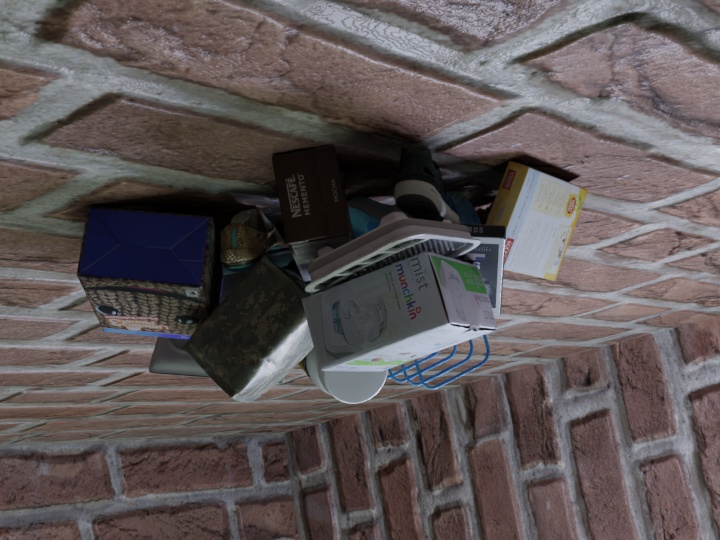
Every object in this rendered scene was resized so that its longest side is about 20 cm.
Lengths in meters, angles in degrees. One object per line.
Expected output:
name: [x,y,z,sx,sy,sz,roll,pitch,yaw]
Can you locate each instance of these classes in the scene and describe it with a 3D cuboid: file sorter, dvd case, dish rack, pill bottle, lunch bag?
file sorter: [0.086,0.096,1.776,0.138,0.124,0.199,-24,-168,-25]
dvd case: [0.117,0.000,1.554,0.148,0.025,0.201,2,149,6]
dish rack: [0.036,-0.023,1.404,0.171,0.044,0.199,-27,164,28]
pill bottle: [-0.034,0.114,1.676,0.113,0.116,0.200,-6,-166,-16]
lunch bag: [-0.123,0.084,1.540,0.164,0.117,0.200,-47,165,0]

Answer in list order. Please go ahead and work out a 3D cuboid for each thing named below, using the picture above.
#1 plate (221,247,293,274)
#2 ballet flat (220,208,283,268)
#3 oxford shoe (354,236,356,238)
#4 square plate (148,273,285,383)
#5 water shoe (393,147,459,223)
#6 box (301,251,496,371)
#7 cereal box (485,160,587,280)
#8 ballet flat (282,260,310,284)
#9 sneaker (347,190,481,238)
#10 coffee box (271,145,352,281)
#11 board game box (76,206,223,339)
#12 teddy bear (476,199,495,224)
plate: [-0.172,-0.011,1.682,0.198,0.026,0.200,-7,-176,0]
ballet flat: [-0.144,-0.049,1.550,0.070,0.066,0.200,-6,-172,4]
oxford shoe: [0.000,0.000,1.630,0.070,0.201,0.075,-35,180,32]
square plate: [-0.196,0.071,1.699,0.196,0.201,0.029,5,139,3]
water shoe: [0.089,-0.102,1.487,0.071,0.080,0.200,3,170,11]
box: [0.053,0.058,1.442,0.175,0.098,0.200,-22,167,21]
cereal box: [0.243,-0.067,1.638,0.039,0.145,0.199,25,-172,35]
ballet flat: [-0.077,0.002,1.718,0.066,0.057,0.200,-32,-164,3]
sneaker: [0.079,-0.074,1.629,0.199,0.131,0.080,29,147,-6]
coffee box: [-0.054,-0.068,1.460,0.079,0.114,0.200,-10,166,1]
board game box: [-0.268,0.008,1.515,0.157,0.098,0.200,5,157,0]
teddy bear: [0.183,-0.045,1.725,0.066,0.146,0.200,31,150,-9]
